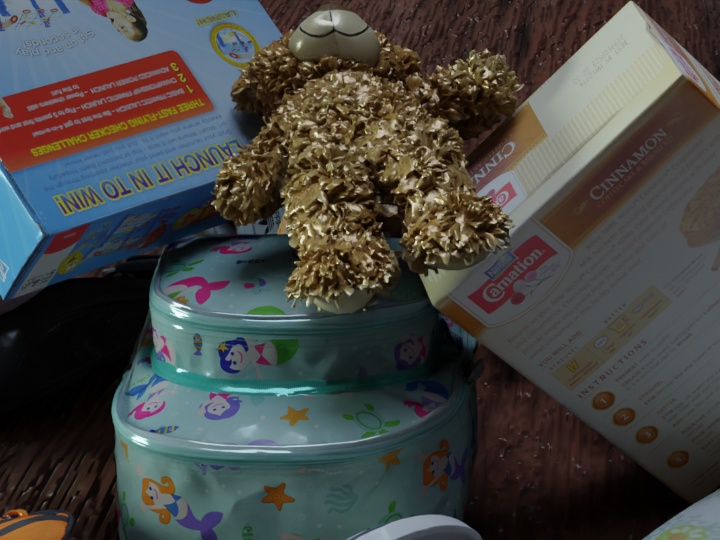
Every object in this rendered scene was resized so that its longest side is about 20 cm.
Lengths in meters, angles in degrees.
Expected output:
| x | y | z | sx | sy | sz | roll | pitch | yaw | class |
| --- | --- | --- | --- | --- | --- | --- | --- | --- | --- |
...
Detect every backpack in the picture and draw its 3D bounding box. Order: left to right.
| x | y | z | sx | sy | sz | roll | pitch | yaw | class |
| --- | --- | --- | --- | --- | --- | --- | --- | --- | --- |
| -0.031 | 0.067 | 1.077 | 0.177 | 0.151 | 0.200 | 1 | 24 | 5 | backpack |

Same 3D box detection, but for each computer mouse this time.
| x | y | z | sx | sy | sz | roll | pitch | yaw | class |
| --- | --- | --- | --- | --- | --- | --- | --- | --- | --- |
| -0.160 | 0.024 | 1.292 | 0.200 | 0.053 | 0.138 | -28 | 16 | -39 | computer mouse |

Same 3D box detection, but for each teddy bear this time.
| x | y | z | sx | sy | sz | roll | pitch | yaw | class |
| --- | --- | --- | --- | --- | --- | --- | --- | --- | --- |
| 0.000 | -0.057 | 1.033 | 0.145 | 0.067 | 0.200 | -13 | 41 | 18 | teddy bear |

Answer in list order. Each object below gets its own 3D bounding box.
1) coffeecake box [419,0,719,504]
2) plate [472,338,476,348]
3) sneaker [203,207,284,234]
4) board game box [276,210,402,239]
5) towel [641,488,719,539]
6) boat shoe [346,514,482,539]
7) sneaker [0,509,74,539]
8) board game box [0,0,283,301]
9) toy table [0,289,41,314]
| x | y | z | sx | sy | sz | roll | pitch | yaw | class |
| --- | --- | --- | --- | --- | --- | --- | --- | --- | --- |
| 0.143 | -0.003 | 1.078 | 0.200 | 0.153 | 0.073 | 37 | 18 | -33 | coffeecake box |
| -0.031 | 0.031 | 1.352 | 0.200 | 0.026 | 0.200 | -2 | 19 | 1 | plate |
| -0.013 | -0.033 | 1.434 | 0.115 | 0.075 | 0.200 | -13 | 10 | -34 | sneaker |
| 0.000 | 0.000 | 1.211 | 0.095 | 0.030 | 0.200 | 6 | -18 | -7 | board game box |
| 0.228 | 0.135 | 0.996 | 0.200 | 0.048 | 0.171 | 12 | 21 | 36 | towel |
| -0.034 | 0.148 | 0.952 | 0.200 | 0.071 | 0.070 | -26 | 33 | -37 | boat shoe |
| -0.192 | 0.127 | 1.032 | 0.112 | 0.078 | 0.200 | -6 | 30 | -25 | sneaker |
| -0.136 | -0.104 | 1.109 | 0.200 | 0.056 | 0.196 | -21 | 71 | -42 | board game box |
| -0.188 | -0.086 | 1.229 | 0.184 | 0.117 | 0.200 | 12 | 66 | 50 | toy table |
